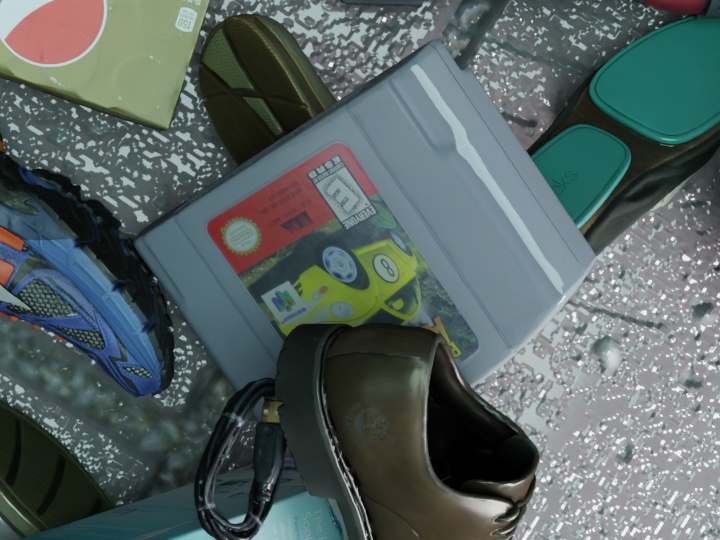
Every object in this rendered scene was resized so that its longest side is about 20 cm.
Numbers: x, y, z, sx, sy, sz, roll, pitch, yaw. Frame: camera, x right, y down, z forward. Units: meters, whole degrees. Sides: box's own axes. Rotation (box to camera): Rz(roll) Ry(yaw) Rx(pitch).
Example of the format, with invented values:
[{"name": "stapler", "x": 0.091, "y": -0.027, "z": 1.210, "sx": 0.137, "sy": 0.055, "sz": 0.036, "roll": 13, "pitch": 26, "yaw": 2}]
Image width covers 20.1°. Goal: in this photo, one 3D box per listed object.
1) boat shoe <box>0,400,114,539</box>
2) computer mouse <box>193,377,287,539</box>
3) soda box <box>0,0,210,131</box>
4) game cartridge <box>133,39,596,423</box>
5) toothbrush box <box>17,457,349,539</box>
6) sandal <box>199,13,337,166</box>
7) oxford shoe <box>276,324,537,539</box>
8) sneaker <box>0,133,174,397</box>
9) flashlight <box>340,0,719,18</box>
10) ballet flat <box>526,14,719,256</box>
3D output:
[{"name": "boat shoe", "x": -0.189, "y": 0.092, "z": 0.911, "sx": 0.200, "sy": 0.075, "sz": 0.068, "roll": 41, "pitch": 108, "yaw": -11}, {"name": "computer mouse", "x": -0.042, "y": 0.144, "z": 0.817, "sx": 0.058, "sy": 0.034, "sz": 0.202, "roll": 9, "pitch": 81, "yaw": -44}, {"name": "soda box", "x": -0.169, "y": -0.124, "z": 0.894, "sx": 0.198, "sy": 0.064, "sz": 0.068, "roll": 18, "pitch": 91, "yaw": -9}, {"name": "game cartridge", "x": 0.000, "y": 0.000, "z": 0.878, "sx": 0.133, "sy": 0.199, "sz": 0.041, "roll": 52, "pitch": 42, "yaw": -9}, {"name": "toothbrush box", "x": -0.070, "y": 0.173, "z": 0.871, "sx": 0.199, "sy": 0.085, "sz": 0.148, "roll": -15, "pitch": 99, "yaw": -44}, {"name": "sandal", "x": -0.006, "y": -0.029, "z": 0.928, "sx": 0.054, "sy": 0.080, "sz": 0.201, "roll": -31, "pitch": 96, "yaw": -47}, {"name": "oxford shoe", "x": 0.040, "y": 0.106, "z": 0.851, "sx": 0.084, "sy": 0.073, "sz": 0.201, "roll": -7, "pitch": 130, "yaw": 27}, {"name": "sneaker", "x": -0.163, "y": -0.011, "z": 0.906, "sx": 0.200, "sy": 0.075, "sz": 0.078, "roll": 42, "pitch": 104, "yaw": -11}, {"name": "flashlight", "x": 0.088, "y": -0.149, "z": 0.931, "sx": 0.198, "sy": 0.068, "sz": 0.069, "roll": 0, "pitch": 68, "yaw": -3}, {"name": "ballet flat", "x": 0.114, "y": -0.050, "z": 0.931, "sx": 0.068, "sy": 0.069, "sz": 0.200, "roll": 38, "pitch": 54, "yaw": 21}]
